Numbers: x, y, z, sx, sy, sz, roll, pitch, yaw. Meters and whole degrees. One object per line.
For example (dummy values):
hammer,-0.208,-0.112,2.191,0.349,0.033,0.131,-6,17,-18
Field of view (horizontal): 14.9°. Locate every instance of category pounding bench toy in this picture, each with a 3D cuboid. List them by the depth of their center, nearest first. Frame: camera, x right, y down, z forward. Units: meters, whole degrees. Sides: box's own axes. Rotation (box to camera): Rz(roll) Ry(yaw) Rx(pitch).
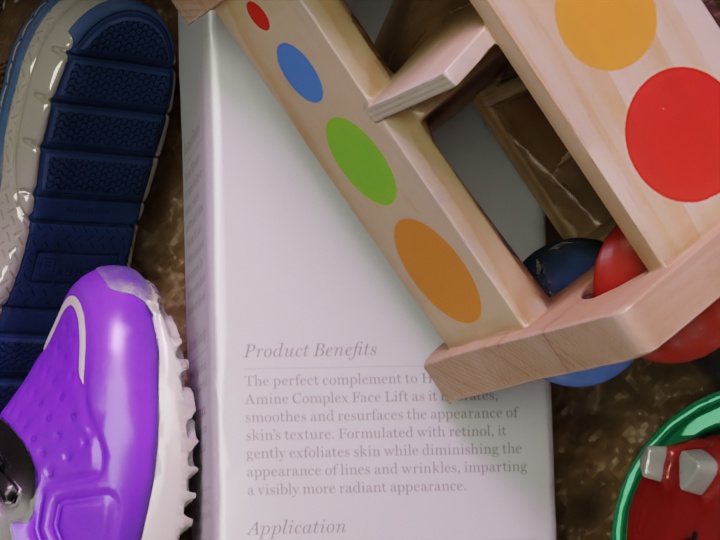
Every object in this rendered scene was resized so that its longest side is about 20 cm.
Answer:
pounding bench toy,0.084,-0.077,0.732,0.200,0.124,0.156,-38,97,-22

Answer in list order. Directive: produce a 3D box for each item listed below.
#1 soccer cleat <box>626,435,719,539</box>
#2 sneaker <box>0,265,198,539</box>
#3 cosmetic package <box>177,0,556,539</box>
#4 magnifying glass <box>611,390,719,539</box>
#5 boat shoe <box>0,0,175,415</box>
soccer cleat,0.140,0.086,0.722,0.085,0.200,0.069,9,91,-27
sneaker,-0.114,0.092,0.802,0.099,0.070,0.201,11,101,-22
cosmetic package,0.000,0.000,0.804,0.101,0.074,0.201,1,82,-10
magnifying glass,0.087,0.125,0.808,0.079,0.022,0.200,31,91,17
boat shoe,-0.116,0.004,0.856,0.072,0.072,0.201,26,100,39
